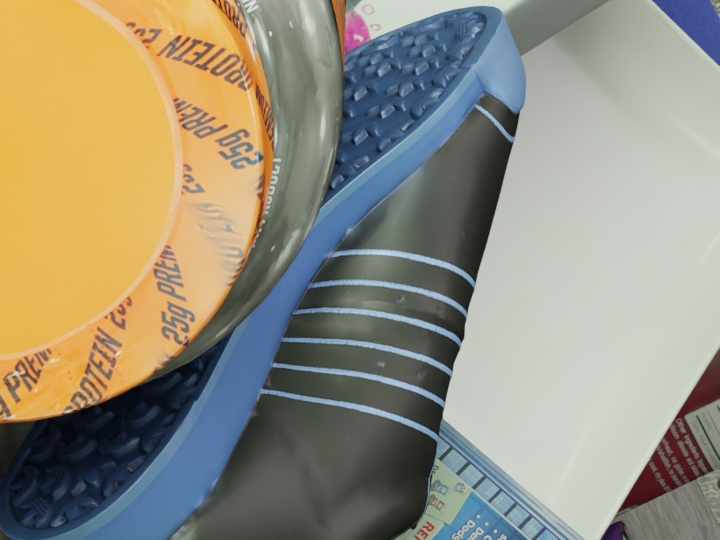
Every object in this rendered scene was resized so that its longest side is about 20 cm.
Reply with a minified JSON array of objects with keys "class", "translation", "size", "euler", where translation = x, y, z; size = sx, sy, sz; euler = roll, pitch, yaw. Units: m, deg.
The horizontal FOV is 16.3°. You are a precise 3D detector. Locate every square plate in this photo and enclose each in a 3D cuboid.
[{"class":"square plate","translation":[0.046,-0.026,0.871],"size":[0.198,0.200,0.028],"euler":[42,-27,-11]}]

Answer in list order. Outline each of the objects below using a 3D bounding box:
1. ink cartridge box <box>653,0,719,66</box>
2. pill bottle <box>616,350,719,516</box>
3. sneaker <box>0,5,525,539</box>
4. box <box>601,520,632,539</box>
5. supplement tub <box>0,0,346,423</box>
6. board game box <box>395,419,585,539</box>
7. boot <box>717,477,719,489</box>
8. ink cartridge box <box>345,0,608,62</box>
[{"class":"ink cartridge box","translation":[0.057,-0.049,0.998],"size":[0.200,0.199,0.041],"euler":[66,9,22]},{"class":"pill bottle","translation":[0.171,0.058,1.373],"size":[0.113,0.199,0.113],"euler":[61,8,-15]},{"class":"sneaker","translation":[-0.009,0.020,0.599],"size":[0.200,0.070,0.078],"euler":[-53,124,-35]},{"class":"box","translation":[0.170,0.246,1.355],"size":[0.201,0.039,0.137],"euler":[63,8,-6]},{"class":"supplement tub","translation":[-0.063,-0.049,0.515],"size":[0.123,0.122,0.200],"euler":[62,8,-15]},{"class":"board game box","translation":[0.067,0.125,0.692],"size":[0.200,0.062,0.200],"euler":[38,-8,48]},{"class":"boot","translation":[0.224,0.167,1.042],"size":[0.201,0.066,0.175],"euler":[63,8,12]},{"class":"ink cartridge box","translation":[-0.012,-0.114,0.726],"size":[0.146,0.200,0.145],"euler":[57,8,2]}]
